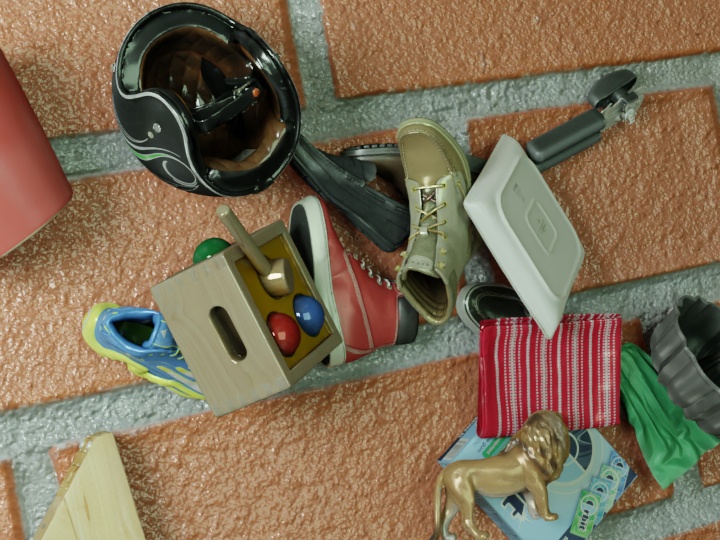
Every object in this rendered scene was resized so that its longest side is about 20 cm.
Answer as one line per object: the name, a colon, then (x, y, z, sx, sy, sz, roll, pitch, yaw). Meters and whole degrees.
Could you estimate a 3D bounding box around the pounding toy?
pounding toy: (-0.117, 0.026, 1.366, 0.200, 0.142, 0.184, 64, 25, -5)

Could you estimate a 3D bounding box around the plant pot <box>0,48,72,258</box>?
plant pot: (-0.402, -0.107, 1.301, 0.200, 0.200, 0.177, -41, 110, -19)

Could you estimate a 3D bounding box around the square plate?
square plate: (0.207, -0.048, 1.537, 0.198, 0.028, 0.200, 56, 33, -16)

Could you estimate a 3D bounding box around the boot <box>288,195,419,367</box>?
boot: (0.000, 0.000, 1.502, 0.144, 0.072, 0.201, -16, 98, -23)

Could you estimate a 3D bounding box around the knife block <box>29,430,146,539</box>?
knife block: (-0.257, 0.296, 1.377, 0.175, 0.064, 0.200, 30, 75, -17)

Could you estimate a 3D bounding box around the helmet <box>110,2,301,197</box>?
helmet: (-0.174, -0.183, 1.384, 0.200, 0.191, 0.200, -22, 128, -31)

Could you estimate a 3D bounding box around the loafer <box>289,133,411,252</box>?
loafer: (-0.013, -0.103, 1.479, 0.200, 0.068, 0.070, 41, 91, -23)

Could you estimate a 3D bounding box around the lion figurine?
lion figurine: (0.158, 0.242, 1.492, 0.200, 0.072, 0.123, -14, 87, -11)

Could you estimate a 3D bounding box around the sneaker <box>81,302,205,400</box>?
sneaker: (-0.204, 0.091, 1.392, 0.200, 0.105, 0.076, 20, 79, -18)

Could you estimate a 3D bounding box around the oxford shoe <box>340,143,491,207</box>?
oxford shoe: (0.069, -0.107, 1.535, 0.200, 0.073, 0.085, 11, 89, -17)

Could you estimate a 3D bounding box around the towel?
towel: (0.230, 0.126, 1.543, 0.200, 0.022, 0.145, -2, 98, -21)

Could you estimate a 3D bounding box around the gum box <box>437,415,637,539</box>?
gum box: (0.220, 0.244, 1.576, 0.170, 0.045, 0.200, -45, 102, -18)

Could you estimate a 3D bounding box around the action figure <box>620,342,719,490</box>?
action figure: (0.364, 0.165, 1.634, 0.118, 0.055, 0.200, -38, 92, -18)

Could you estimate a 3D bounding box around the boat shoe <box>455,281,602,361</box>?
boat shoe: (0.214, 0.064, 1.579, 0.200, 0.064, 0.071, 22, 79, -18)

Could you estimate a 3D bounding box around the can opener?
can opener: (0.286, -0.189, 1.644, 0.200, 0.053, 0.066, -33, 63, -22)

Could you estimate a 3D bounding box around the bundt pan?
bundt pan: (0.445, 0.133, 1.618, 0.202, 0.076, 0.202, 29, 35, -22)

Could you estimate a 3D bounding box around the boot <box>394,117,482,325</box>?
boot: (0.077, -0.056, 1.441, 0.200, 0.072, 0.155, 67, 31, -34)
